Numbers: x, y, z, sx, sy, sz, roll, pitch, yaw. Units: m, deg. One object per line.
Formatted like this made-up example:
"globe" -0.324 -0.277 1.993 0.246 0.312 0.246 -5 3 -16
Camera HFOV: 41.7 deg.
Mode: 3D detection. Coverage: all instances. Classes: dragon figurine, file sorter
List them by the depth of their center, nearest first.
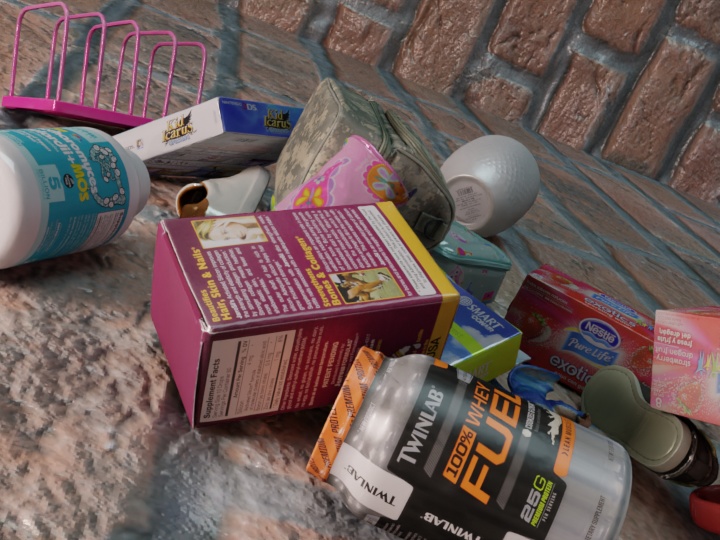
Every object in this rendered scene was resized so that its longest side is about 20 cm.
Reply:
"dragon figurine" 0.162 0.127 0.886 0.200 0.059 0.099 14 21 -23
"file sorter" -0.307 -0.242 1.158 0.200 0.126 0.139 5 6 -45

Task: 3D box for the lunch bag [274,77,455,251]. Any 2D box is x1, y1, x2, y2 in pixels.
"lunch bag" 0.009 -0.102 1.008 0.168 0.139 0.200 28 16 -16

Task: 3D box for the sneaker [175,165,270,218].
"sneaker" -0.154 -0.084 1.054 0.085 0.073 0.200 25 20 -6

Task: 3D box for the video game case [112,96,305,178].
"video game case" -0.162 -0.153 1.117 0.181 0.046 0.200 -13 -5 34

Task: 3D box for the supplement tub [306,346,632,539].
"supplement tub" 0.072 0.136 0.652 0.200 0.123 0.123 24 18 3

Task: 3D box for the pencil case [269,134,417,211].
"pencil case" -0.046 -0.030 0.850 0.087 0.200 0.087 43 -12 11

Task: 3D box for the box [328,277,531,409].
"box" 0.046 0.065 0.835 0.200 0.048 0.122 -20 43 -34

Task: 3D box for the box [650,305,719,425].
"box" 0.359 0.088 0.807 0.103 0.095 0.200 -1 5 -34

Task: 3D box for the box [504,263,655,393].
"box" 0.267 0.082 1.079 0.200 0.096 0.100 30 18 17

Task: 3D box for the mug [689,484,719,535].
"mug" 0.394 0.213 0.808 0.133 0.177 0.200 53 8 6

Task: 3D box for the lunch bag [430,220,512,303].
"lunch bag" 0.085 -0.034 1.202 0.160 0.077 0.200 4 27 -45

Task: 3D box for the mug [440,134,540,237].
"mug" 0.164 -0.123 1.478 0.200 0.148 0.175 -1 16 24

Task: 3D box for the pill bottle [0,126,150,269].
"pill bottle" -0.267 -0.067 0.813 0.111 0.111 0.200 29 19 15

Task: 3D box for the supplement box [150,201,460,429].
"supplement box" -0.046 0.029 0.727 0.200 0.103 0.131 -6 41 -25

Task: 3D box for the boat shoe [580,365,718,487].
"boat shoe" 0.280 0.154 0.935 0.061 0.072 0.201 33 7 -15

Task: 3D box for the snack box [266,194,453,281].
"snack box" 0.000 0.000 1.023 0.168 0.068 0.200 11 23 -31
